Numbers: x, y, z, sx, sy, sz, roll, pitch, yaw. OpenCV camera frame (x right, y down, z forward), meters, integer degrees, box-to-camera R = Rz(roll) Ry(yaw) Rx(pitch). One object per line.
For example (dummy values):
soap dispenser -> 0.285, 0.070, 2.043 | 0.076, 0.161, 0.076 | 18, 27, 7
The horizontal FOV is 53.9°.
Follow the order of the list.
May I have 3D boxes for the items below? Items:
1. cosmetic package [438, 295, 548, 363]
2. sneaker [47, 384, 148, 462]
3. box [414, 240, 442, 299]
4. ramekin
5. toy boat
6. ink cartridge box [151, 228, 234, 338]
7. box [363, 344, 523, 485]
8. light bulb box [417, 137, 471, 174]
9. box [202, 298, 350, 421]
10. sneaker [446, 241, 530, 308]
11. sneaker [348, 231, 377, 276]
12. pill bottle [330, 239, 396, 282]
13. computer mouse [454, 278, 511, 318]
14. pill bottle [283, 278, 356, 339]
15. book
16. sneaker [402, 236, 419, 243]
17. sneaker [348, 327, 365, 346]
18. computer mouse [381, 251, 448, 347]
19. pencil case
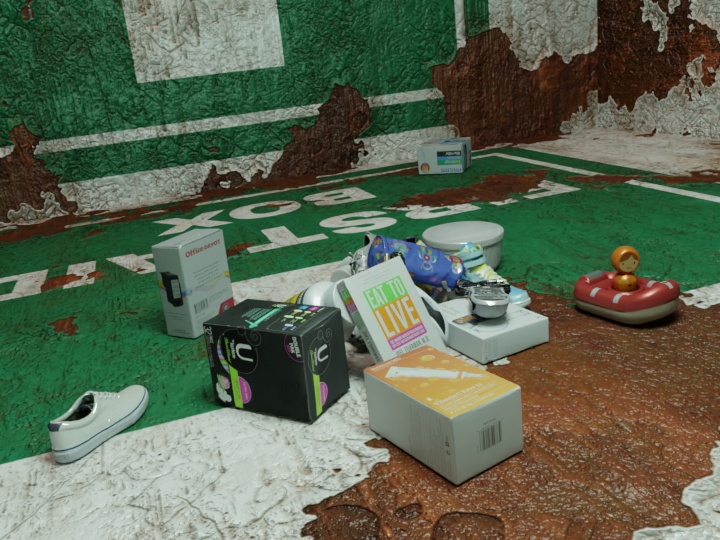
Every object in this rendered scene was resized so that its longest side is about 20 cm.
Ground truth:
cosmetic package -> 0.227, 0.101, 1.320 | 0.149, 0.052, 0.200 | -12, 18, -26
sneaker -> -0.409, 0.223, 1.125 | 0.072, 0.072, 0.200 | 0, 19, 20
box -> 0.123, 0.017, 1.522 | 0.048, 0.117, 0.200 | -46, -4, 29
ramekin -> 0.250, -0.050, 1.717 | 0.200, 0.095, 0.203 | -6, 17, 2
toy boat -> 0.504, 0.018, 1.342 | 0.130, 0.132, 0.199 | -17, 20, -30
ink cartridge box -> -0.355, 0.023, 1.523 | 0.082, 0.202, 0.146 | 4, 19, 29
box -> 0.112, 0.192, 0.988 | 0.123, 0.099, 0.199 | -17, 20, -31
light bulb box -> 0.363, -0.493, 3.036 | 0.196, 0.126, 0.200 | 0, 18, 20
box -> -0.136, 0.140, 1.157 | 0.198, 0.150, 0.124 | 4, 20, 29
sneaker -> 0.258, 0.010, 1.460 | 0.199, 0.132, 0.079 | 10, 21, 42
sneaker -> 0.000, 0.000, 1.473 | 0.075, 0.082, 0.201 | -47, 9, 46
pill bottle -> 0.024, 0.005, 1.597 | 0.108, 0.110, 0.199 | 8, 23, 39
computer mouse -> 0.232, 0.055, 1.315 | 0.108, 0.044, 0.200 | 1, 11, 6
pill bottle -> -0.078, 0.086, 1.252 | 0.199, 0.113, 0.112 | -29, -2, 43
book -> 0.055, 0.090, 1.190 | 0.133, 0.201, 0.048 | -22, -8, -40
sneaker -> 0.134, -0.050, 1.781 | 0.073, 0.082, 0.200 | -5, 17, 5
sneaker -> 0.012, 0.089, 1.386 | 0.138, 0.079, 0.200 | -4, 17, 6
computer mouse -> 0.104, 0.056, 1.288 | 0.044, 0.201, 0.110 | -30, -16, -22
pencil case -> 0.112, -0.009, 1.421 | 0.198, 0.078, 0.087 | 14, 47, -19
